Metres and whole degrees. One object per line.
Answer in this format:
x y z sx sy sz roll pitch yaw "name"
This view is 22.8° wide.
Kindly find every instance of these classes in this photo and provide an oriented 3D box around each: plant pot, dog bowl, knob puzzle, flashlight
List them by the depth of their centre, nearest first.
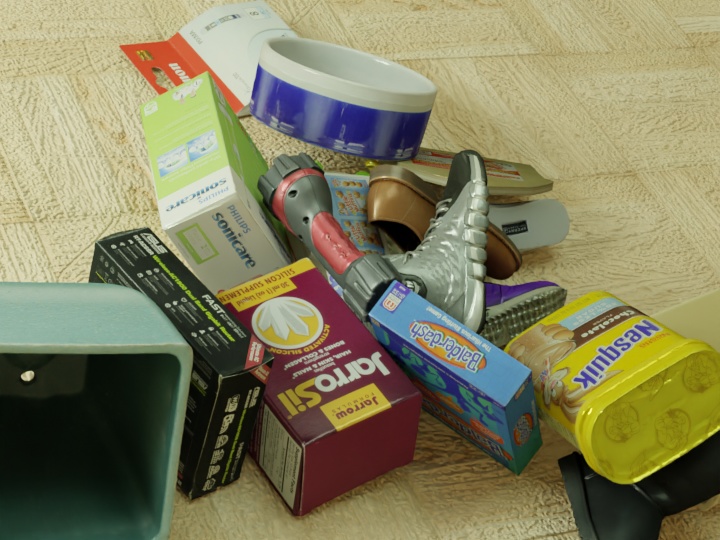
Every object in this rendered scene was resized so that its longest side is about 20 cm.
-0.266 0.104 1.504 0.195 0.198 0.200 1 25 -20 "plant pot"
-0.024 -0.033 1.683 0.068 0.068 0.200 33 12 -48 "flashlight"
0.115 -0.099 1.967 0.218 0.031 0.220 10 12 -2 "knob puzzle"
-0.020 -0.191 1.968 0.199 0.079 0.200 14 17 -5 "dog bowl"

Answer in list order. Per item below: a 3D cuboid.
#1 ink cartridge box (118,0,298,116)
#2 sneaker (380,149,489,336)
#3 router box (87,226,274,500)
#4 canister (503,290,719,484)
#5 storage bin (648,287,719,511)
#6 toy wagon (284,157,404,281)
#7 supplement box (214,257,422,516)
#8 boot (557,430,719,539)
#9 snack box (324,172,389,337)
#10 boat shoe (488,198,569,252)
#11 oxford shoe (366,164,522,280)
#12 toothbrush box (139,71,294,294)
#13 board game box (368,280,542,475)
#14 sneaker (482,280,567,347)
-0.157 -0.246 2.079 0.199 0.047 0.160 -13 47 -36 "ink cartridge box"
0.064 -0.028 1.726 0.115 0.075 0.201 3 68 -3 "sneaker"
-0.171 0.081 1.589 0.062 0.150 0.200 -18 50 -39 "router box"
0.229 0.100 1.629 0.148 0.087 0.200 -31 24 -10 "canister"
0.365 0.123 1.787 0.199 0.094 0.199 -17 50 -36 "storage bin"
-0.007 -0.044 1.849 0.155 0.040 0.200 43 34 -15 "toy wagon"
-0.054 0.103 1.630 0.130 0.104 0.200 -22 51 -27 "supplement box"
0.276 0.205 1.600 0.167 0.077 0.201 -26 35 11 "boot"
0.000 0.000 1.769 0.072 0.024 0.201 2 68 -40 "snack box"
0.129 -0.044 1.930 0.199 0.070 0.071 -9 89 -32 "boat shoe"
0.081 -0.030 1.812 0.199 0.071 0.072 28 61 -28 "oxford shoe"
-0.142 -0.076 1.783 0.086 0.146 0.201 -26 43 7 "toothbrush box"
0.090 0.102 1.633 0.152 0.200 0.045 33 76 21 "board game box"
0.122 0.034 1.820 0.199 0.070 0.099 -15 42 -41 "sneaker"
